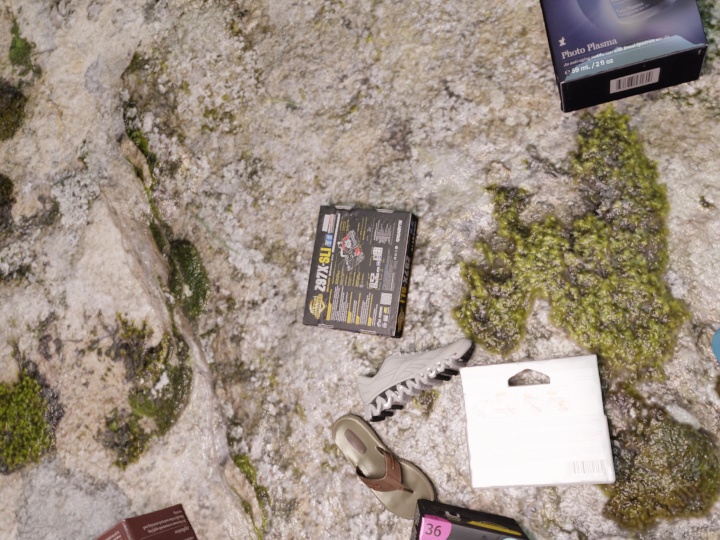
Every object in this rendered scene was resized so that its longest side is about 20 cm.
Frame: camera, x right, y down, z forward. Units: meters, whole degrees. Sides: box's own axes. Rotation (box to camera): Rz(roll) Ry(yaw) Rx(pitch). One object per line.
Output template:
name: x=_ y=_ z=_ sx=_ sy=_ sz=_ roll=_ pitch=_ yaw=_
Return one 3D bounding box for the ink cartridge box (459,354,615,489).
ink cartridge box: x=0.251 y=0.219 z=1.047 sx=0.199 sy=0.045 sz=0.177 roll=-8 pitch=80 yaw=17

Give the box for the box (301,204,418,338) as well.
box: x=0.000 y=0.000 z=1.164 sx=0.159 sy=0.049 sz=0.201 roll=5 pitch=83 yaw=22

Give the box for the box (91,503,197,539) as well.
box: x=-0.343 y=0.504 z=1.137 sx=0.164 sy=0.166 sz=0.200 roll=-35 pitch=72 yaw=10

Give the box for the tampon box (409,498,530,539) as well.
tampon box: x=0.134 y=0.437 z=0.991 sx=0.149 sy=0.126 sz=0.201 roll=11 pitch=85 yaw=2

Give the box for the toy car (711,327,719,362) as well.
toy car: x=0.594 y=0.121 z=0.908 sx=0.199 sy=0.184 sz=0.177 roll=-7 pitch=78 yaw=-12

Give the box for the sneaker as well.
sneaker: x=0.080 y=0.150 z=1.105 sx=0.200 sy=0.075 sz=0.081 roll=-33 pitch=64 yaw=11

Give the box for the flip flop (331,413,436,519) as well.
flip flop: x=0.028 y=0.298 z=1.102 sx=0.200 sy=0.058 sz=0.081 roll=45 pitch=97 yaw=19

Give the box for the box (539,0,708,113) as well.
box: x=0.372 y=-0.364 z=1.058 sx=0.199 sy=0.123 sz=0.199 roll=-12 pitch=77 yaw=16
